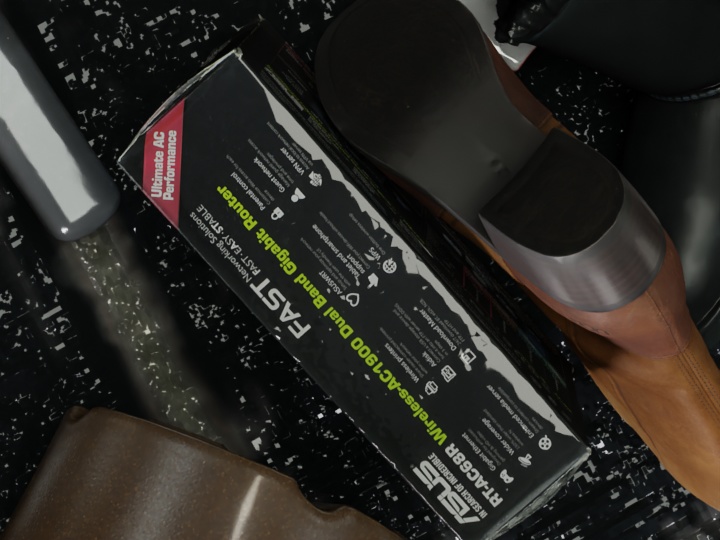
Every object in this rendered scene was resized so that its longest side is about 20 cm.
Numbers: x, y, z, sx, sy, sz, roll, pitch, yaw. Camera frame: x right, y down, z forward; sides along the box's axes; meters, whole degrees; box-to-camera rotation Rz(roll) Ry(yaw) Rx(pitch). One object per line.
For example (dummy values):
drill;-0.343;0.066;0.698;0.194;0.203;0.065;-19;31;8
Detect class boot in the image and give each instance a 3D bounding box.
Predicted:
boot;0.111;-0.079;1.023;0.162;0.073;0.199;25;89;-43
boot;0.078;-0.008;1.008;0.069;0.188;0.200;-48;139;-8

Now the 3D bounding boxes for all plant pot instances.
plant pot;-0.079;0.169;0.977;0.199;0.200;0.199;25;78;-8

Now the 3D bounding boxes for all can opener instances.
can opener;-0.146;-0.109;1.032;0.067;0.053;0.201;-34;96;-8

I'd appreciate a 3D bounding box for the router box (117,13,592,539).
router box;0.000;0.000;1.002;0.062;0.150;0.200;-41;96;9

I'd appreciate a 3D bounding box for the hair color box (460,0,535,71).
hair color box;0.016;-0.184;1.055;0.200;0.064;0.111;41;84;-9
